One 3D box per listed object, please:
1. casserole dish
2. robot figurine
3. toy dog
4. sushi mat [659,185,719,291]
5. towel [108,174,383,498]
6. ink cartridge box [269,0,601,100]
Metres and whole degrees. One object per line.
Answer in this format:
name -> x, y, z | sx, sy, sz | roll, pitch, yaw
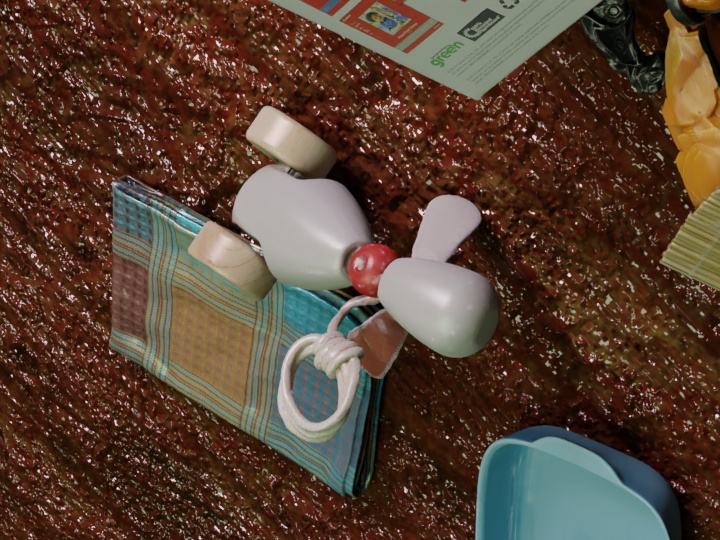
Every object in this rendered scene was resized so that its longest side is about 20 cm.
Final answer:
casserole dish -> 0.123, 0.163, 1.119 | 0.121, 0.039, 0.201 | 22, 133, 27
robot figurine -> 0.176, -0.085, 0.869 | 0.144, 0.058, 0.201 | -7, 116, 43
toy dog -> 0.000, 0.000, 1.055 | 0.132, 0.096, 0.200 | -44, 52, 13
sushi mat -> 0.231, 0.016, 0.867 | 0.199, 0.012, 0.096 | 27, 153, -3
towel -> -0.072, 0.041, 1.210 | 0.199, 0.022, 0.147 | 28, 134, 23
ink cartridge box -> 0.037, -0.177, 0.801 | 0.175, 0.084, 0.200 | 22, 145, -27
